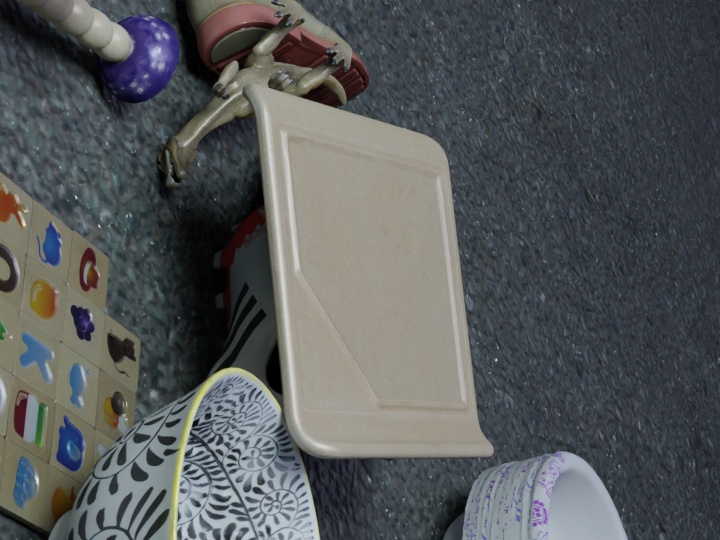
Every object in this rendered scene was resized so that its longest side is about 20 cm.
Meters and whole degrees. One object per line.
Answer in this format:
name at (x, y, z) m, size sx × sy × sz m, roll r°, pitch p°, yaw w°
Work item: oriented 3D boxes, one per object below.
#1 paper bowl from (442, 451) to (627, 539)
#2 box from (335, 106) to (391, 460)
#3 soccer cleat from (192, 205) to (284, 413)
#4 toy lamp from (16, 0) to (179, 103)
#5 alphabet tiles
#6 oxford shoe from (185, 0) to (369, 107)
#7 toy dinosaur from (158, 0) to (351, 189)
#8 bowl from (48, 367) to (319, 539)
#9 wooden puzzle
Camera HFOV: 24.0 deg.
paper bowl at (0.125, 0.238, 1.218) m, size 0.201 × 0.103 × 0.203 m, roll 43°, pitch 40°, yaw -50°
box at (0.000, 0.000, 1.082) m, size 0.200 × 0.047 × 0.195 m, roll -96°, pitch 165°, yaw -78°
soccer cleat at (-0.046, 0.032, 0.990) m, size 0.069 × 0.084 × 0.201 m, roll 57°, pitch 30°, yaw -33°
toy lamp at (-0.166, -0.143, 0.869) m, size 0.200 × 0.058 × 0.059 m, roll 28°, pitch 51°, yaw -57°
alphabet tiles at (-0.168, 0.036, 0.820) m, size 0.200 × 0.006 × 0.168 m, roll 44°, pitch 38°, yaw -49°
oxford shoe at (-0.052, -0.157, 1.115) m, size 0.075 × 0.070 × 0.200 m, roll 66°, pitch 14°, yaw 19°
toy dinosaur at (-0.056, -0.116, 1.034) m, size 0.058 × 0.101 × 0.200 m, roll 53°, pitch 41°, yaw 3°
bowl at (-0.090, 0.152, 0.796) m, size 0.201 × 0.093 × 0.203 m, roll -9°, pitch 90°, yaw -74°
wooden puzzle at (0.002, 0.007, 0.933) m, size 0.184 × 0.037 × 0.202 m, roll 9°, pitch 67°, yaw -56°
